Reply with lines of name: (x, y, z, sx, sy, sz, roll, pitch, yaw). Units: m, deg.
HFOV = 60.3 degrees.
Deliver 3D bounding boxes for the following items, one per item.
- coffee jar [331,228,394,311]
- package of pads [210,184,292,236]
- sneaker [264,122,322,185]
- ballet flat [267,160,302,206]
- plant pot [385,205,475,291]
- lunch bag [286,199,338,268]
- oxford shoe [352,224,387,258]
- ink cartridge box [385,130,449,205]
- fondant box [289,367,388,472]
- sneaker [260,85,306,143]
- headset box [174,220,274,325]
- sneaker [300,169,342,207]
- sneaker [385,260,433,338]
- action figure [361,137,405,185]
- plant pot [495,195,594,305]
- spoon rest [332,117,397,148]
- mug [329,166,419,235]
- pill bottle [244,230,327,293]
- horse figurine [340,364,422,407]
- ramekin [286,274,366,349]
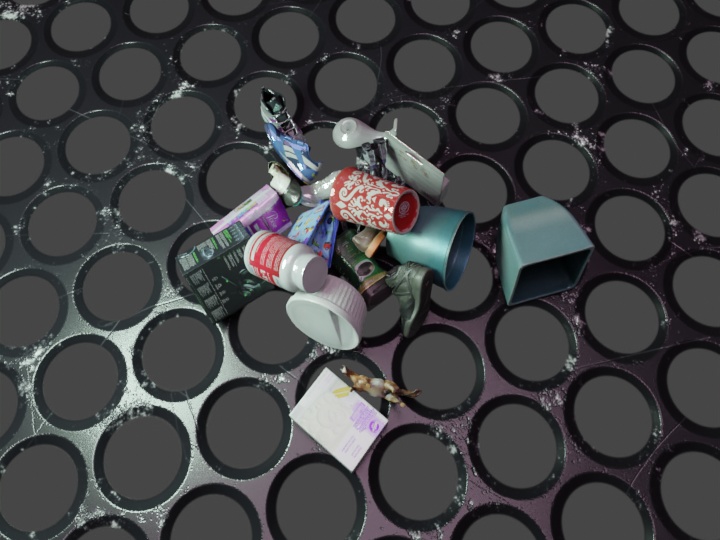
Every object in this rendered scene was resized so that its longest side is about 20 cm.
coffee jar: (0.000, 0.000, 1.591, 0.103, 0.086, 0.202, -31, 71, -15)
package of pads: (-0.281, -0.114, 1.616, 0.199, 0.122, 0.075, -40, 44, -14)
sneaker: (-0.183, -0.332, 1.695, 0.082, 0.074, 0.201, -40, 101, 6)
ballet flat: (-0.211, -0.235, 1.649, 0.069, 0.068, 0.201, -51, 35, 13)
plant pot: (0.171, -0.073, 1.572, 0.184, 0.201, 0.204, 18, 69, 24)
lunch bag: (-0.129, -0.097, 1.594, 0.093, 0.149, 0.205, 31, 59, -30)
oxford shoe: (0.038, -0.111, 1.599, 0.072, 0.072, 0.201, 33, 34, 1)
ink cartridge box: (0.150, -0.280, 1.649, 0.199, 0.177, 0.045, 40, 73, 14)
fondant box: (-0.050, 0.353, 1.470, 0.198, 0.059, 0.145, 37, 73, 12)
sneaker: (-0.223, -0.428, 1.727, 0.077, 0.141, 0.201, -37, 72, -14)
headset box: (-0.326, 0.002, 1.535, 0.197, 0.177, 0.093, -31, 41, -11)
sneaker: (-0.088, -0.227, 1.668, 0.193, 0.102, 0.076, -4, 41, -6)
sneaker: (0.114, 0.064, 1.534, 0.113, 0.205, 0.075, 30, 41, 35)
action figure: (0.051, -0.243, 1.650, 0.127, 0.205, 0.069, -24, 27, -20)
plant pot: (0.437, -0.065, 1.564, 0.190, 0.198, 0.204, -15, 59, -5)
spoon rest: (0.014, -0.393, 1.766, 0.193, 0.061, 0.102, 1, 67, 15)
mug: (0.049, -0.180, 1.513, 0.197, 0.135, 0.178, 21, 58, 39)
pill bottle: (-0.172, -0.017, 1.440, 0.197, 0.113, 0.114, 20, 67, 39)
horse figurine: (0.044, 0.280, 1.476, 0.194, 0.133, 0.052, 14, 88, -3)
ramekin: (-0.073, 0.096, 1.502, 0.198, 0.204, 0.096, 23, 59, 10)
